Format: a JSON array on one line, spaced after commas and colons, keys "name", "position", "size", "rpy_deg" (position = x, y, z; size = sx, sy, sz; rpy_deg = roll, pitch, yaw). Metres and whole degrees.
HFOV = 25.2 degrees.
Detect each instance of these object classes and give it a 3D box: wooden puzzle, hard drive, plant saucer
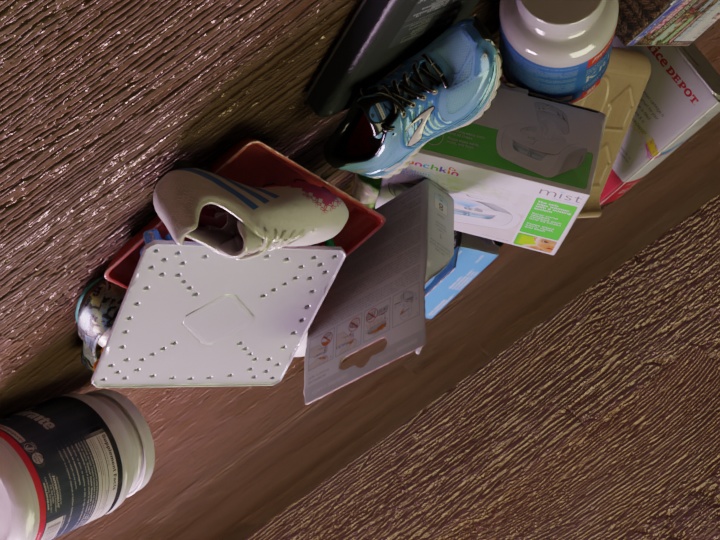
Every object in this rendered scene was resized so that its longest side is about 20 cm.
[{"name": "wooden puzzle", "position": [0.255, -0.161, 1.841], "size": [0.185, 0.046, 0.200], "rpy_deg": [-5, 115, -59]}, {"name": "hard drive", "position": [0.043, -0.217, 1.395], "size": [0.139, 0.033, 0.200], "rpy_deg": [-27, 165, -35]}, {"name": "plant saucer", "position": [-0.109, -0.033, 1.509], "size": [0.200, 0.037, 0.199], "rpy_deg": [-39, 140, 20]}]

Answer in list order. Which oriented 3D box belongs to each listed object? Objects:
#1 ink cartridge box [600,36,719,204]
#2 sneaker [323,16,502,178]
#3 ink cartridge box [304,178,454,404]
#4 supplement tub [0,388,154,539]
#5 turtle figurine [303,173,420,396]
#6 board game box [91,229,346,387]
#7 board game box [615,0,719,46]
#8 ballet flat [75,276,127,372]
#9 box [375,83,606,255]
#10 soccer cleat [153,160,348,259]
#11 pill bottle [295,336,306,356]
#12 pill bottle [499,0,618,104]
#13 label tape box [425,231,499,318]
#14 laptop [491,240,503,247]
[{"name": "ink cartridge box", "position": [0.331, -0.200, 1.956], "size": [0.200, 0.146, 0.083], "rpy_deg": [-42, 167, 29]}, {"name": "sneaker", "position": [0.043, -0.144, 1.414], "size": [0.200, 0.078, 0.090], "rpy_deg": [-44, 162, 33]}, {"name": "ink cartridge box", "position": [0.019, 0.028, 1.566], "size": [0.160, 0.200, 0.047], "rpy_deg": [-29, 133, 34]}, {"name": "supplement tub", "position": [-0.335, 0.214, 1.734], "size": [0.200, 0.140, 0.140], "rpy_deg": [-21, 161, -49]}, {"name": "turtle figurine", "position": [0.000, 0.000, 1.755], "size": [0.144, 0.200, 0.194], "rpy_deg": [-1, 131, -10]}, {"name": "board game box", "position": [-0.138, 0.038, 1.526], "size": [0.200, 0.026, 0.200], "rpy_deg": [1, 136, -28]}, {"name": "board game box", "position": [0.334, -0.317, 1.645], "size": [0.159, 0.097, 0.200], "rpy_deg": [-42, 166, 27]}, {"name": "ballet flat", "position": [-0.241, 0.064, 1.599], "size": [0.074, 0.074, 0.200], "rpy_deg": [-32, 168, -15]}, {"name": "box", "position": [0.128, -0.110, 1.621], "size": [0.177, 0.200, 0.097], "rpy_deg": [108, -3, -71]}, {"name": "soccer cleat", "position": [-0.091, -0.038, 1.414], "size": [0.200, 0.086, 0.070], "rpy_deg": [8, 132, -35]}, {"name": "pill bottle", "position": [-0.063, 0.050, 1.934], "size": [0.104, 0.104, 0.200], "rpy_deg": [-39, 167, 17]}, {"name": "pill bottle", "position": [0.187, -0.235, 1.524], "size": [0.112, 0.112, 0.200], "rpy_deg": [-35, 168, -2]}, {"name": "label tape box", "position": [0.108, -0.014, 2.004], "size": [0.144, 0.063, 0.200], "rpy_deg": [-45, -158, 37]}, {"name": "laptop", "position": [0.201, -0.153, 1.806], "size": [0.177, 0.103, 0.200], "rpy_deg": [-45, 174, -31]}]
